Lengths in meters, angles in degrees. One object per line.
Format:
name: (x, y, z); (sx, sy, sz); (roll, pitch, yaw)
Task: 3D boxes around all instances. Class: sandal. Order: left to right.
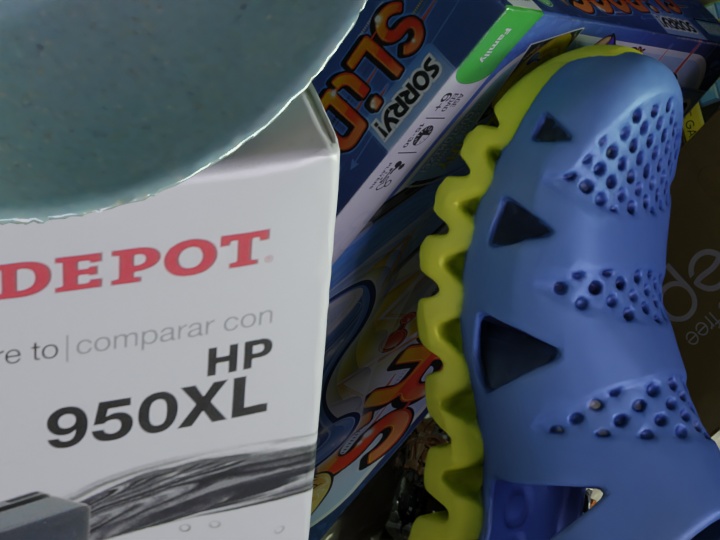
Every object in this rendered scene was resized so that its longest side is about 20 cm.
sandal: (0.058, 0.046, 0.617); (0.079, 0.087, 0.200); (-10, 110, -50)

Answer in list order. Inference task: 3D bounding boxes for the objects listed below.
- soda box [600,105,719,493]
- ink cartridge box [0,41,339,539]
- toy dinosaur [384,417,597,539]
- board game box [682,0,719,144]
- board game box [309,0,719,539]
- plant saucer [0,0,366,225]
soda box: (0.122, -0.021, 0.694); (0.068, 0.064, 0.200); (-32, 167, -52)
ink cartridge box: (-0.089, 0.039, 0.546); (0.144, 0.084, 0.200); (-8, 129, -17)
toy dinosaur: (0.058, 0.118, 0.869); (0.200, 0.102, 0.136); (32, 74, -38)
board game box: (0.173, 0.015, 0.860); (0.057, 0.166, 0.200); (-19, 156, 19)
board game box: (0.000, 0.000, 0.670); (0.200, 0.034, 0.135); (-51, 156, 23)
plant saucer: (-0.077, -0.107, 0.459); (0.201, 0.039, 0.201); (3, 85, -35)
